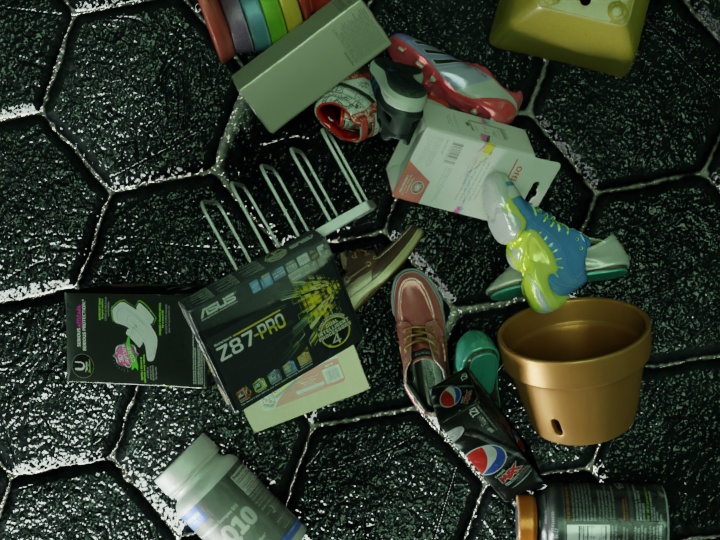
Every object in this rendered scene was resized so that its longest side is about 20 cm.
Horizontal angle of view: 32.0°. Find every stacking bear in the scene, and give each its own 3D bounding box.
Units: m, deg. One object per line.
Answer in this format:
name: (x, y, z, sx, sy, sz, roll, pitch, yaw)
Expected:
stacking bear: (-0.110, -0.361, 1.672, 0.200, 0.121, 0.114, -20, 111, -4)

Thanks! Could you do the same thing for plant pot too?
plant pot: (0.283, -0.369, 1.600, 0.195, 0.200, 0.195, 14, 96, 3)
plant pot: (0.288, 0.137, 1.658, 0.200, 0.200, 0.140, -9, 112, 4)

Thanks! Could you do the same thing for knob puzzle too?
knob puzzle: (-0.105, 0.102, 1.746, 0.219, 0.030, 0.220, 0, 95, 4)

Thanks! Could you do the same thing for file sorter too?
file sorter: (-0.097, -0.086, 1.677, 0.200, 0.139, 0.125, -30, 91, 5)

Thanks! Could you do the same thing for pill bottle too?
pill bottle: (-0.181, 0.327, 1.728, 0.200, 0.114, 0.114, 45, 96, -1)
pill bottle: (0.311, 0.341, 1.705, 0.200, 0.106, 0.106, 0, 95, 3)

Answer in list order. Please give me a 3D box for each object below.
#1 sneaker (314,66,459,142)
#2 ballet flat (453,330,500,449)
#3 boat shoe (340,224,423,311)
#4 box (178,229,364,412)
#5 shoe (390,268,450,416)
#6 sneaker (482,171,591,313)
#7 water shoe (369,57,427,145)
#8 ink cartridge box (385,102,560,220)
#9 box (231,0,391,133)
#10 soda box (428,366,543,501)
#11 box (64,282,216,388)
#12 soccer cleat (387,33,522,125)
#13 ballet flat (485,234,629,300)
sneaker: (0.037, -0.197, 1.668, 0.201, 0.108, 0.067, 27, 139, 5)
ballet flat: (0.155, 0.160, 1.709, 0.067, 0.070, 0.200, -5, 129, -8)
boat shoe: (0.000, 0.000, 1.702, 0.200, 0.072, 0.072, -44, 87, -5)
box: (-0.109, 0.063, 1.592, 0.200, 0.049, 0.161, -29, 117, -16)
shoe: (0.085, 0.097, 1.704, 0.071, 0.091, 0.201, -10, 94, 4)
sneaker: (0.235, -0.050, 1.636, 0.105, 0.076, 0.200, -26, 104, -14)
water shoe: (0.039, -0.216, 1.594, 0.071, 0.200, 0.079, 14, 110, -5)
ink cartridge box: (0.149, -0.137, 1.654, 0.200, 0.068, 0.117, 13, 126, -20)
box: (-0.065, -0.276, 1.644, 0.200, 0.068, 0.082, -35, 120, 4)
soda box: (0.168, 0.221, 1.669, 0.063, 0.071, 0.200, -30, 128, 12)
box: (-0.273, 0.083, 1.681, 0.200, 0.149, 0.125, 2, 95, 15)
soccer cleat: (0.126, -0.262, 1.694, 0.200, 0.067, 0.077, 37, 64, 5)
ballet flat: (0.263, -0.008, 1.706, 0.200, 0.069, 0.070, -11, 94, 0)
